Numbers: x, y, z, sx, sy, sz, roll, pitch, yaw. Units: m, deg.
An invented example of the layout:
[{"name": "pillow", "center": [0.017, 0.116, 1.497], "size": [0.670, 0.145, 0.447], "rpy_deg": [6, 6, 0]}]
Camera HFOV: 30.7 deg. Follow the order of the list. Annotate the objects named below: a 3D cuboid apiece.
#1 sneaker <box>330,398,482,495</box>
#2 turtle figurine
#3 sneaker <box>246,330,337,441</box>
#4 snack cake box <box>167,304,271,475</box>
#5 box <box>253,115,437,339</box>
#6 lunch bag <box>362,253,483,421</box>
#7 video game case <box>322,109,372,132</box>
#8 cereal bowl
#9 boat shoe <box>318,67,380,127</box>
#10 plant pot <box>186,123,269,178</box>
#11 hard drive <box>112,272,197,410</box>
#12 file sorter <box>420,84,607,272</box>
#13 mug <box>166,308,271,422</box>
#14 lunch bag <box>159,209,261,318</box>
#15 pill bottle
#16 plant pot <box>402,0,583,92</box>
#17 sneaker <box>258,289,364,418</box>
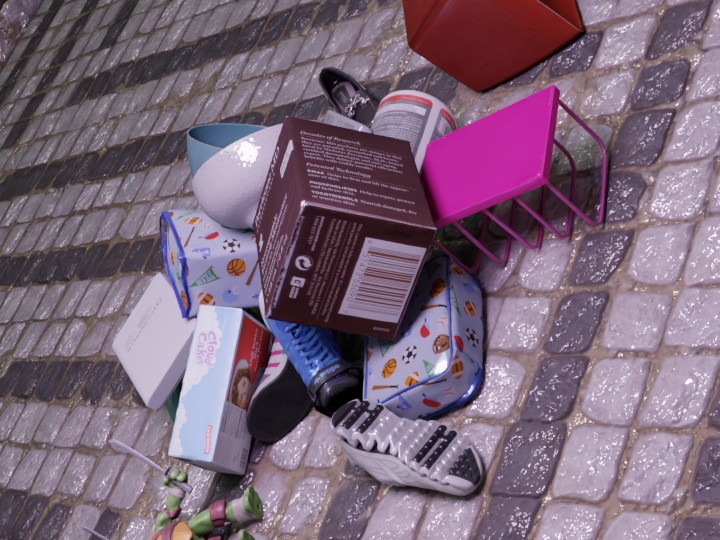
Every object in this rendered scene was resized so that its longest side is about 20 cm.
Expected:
[{"name": "sneaker", "center": [0.056, 0.211, 1.478], "size": [0.199, 0.082, 0.075], "rpy_deg": [19, 42, 38]}, {"name": "turtle figurine", "center": [-0.231, 0.314, 1.634], "size": [0.192, 0.202, 0.144], "rpy_deg": [-12, 11, 15]}, {"name": "sneaker", "center": [-0.097, 0.119, 1.745], "size": [0.201, 0.083, 0.121], "rpy_deg": [-61, 16, 13]}, {"name": "snack cake box", "center": [-0.182, 0.158, 1.723], "size": [0.066, 0.115, 0.202], "rpy_deg": [5, 75, 20]}, {"name": "box", "center": [-0.025, -0.051, 1.551], "size": [0.201, 0.162, 0.167], "rpy_deg": [-104, 29, -54]}, {"name": "lunch bag", "center": [0.071, 0.084, 1.577], "size": [0.160, 0.075, 0.201], "rpy_deg": [-31, 38, 33]}, {"name": "video game case", "center": [-0.061, -0.135, 1.856], "size": [0.183, 0.022, 0.200], "rpy_deg": [-60, 19, 3]}, {"name": "cereal bowl", "center": [-0.113, -0.110, 1.699], "size": [0.199, 0.199, 0.084], "rpy_deg": [-32, 74, 27]}, {"name": "boat shoe", "center": [-0.019, -0.263, 2.046], "size": [0.067, 0.057, 0.200], "rpy_deg": [-47, 32, 6]}, {"name": "plant pot", "center": [-0.174, -0.139, 2.023], "size": [0.200, 0.198, 0.136], "rpy_deg": [38, 125, 58]}, {"name": "hard drive", "center": [-0.282, 0.095, 1.832], "size": [0.133, 0.026, 0.200], "rpy_deg": [-57, 32, 5]}, {"name": "file sorter", "center": [0.181, -0.099, 1.568], "size": [0.199, 0.125, 0.140], "rpy_deg": [-22, 43, 40]}, {"name": "mug", "center": [-0.217, 0.117, 1.863], "size": [0.151, 0.114, 0.186], "rpy_deg": [-33, 36, 25]}, {"name": "lunch bag", "center": [-0.186, -0.027, 1.825], "size": [0.200, 0.168, 0.125], "rpy_deg": [-122, 31, -56]}, {"name": "pill bottle", "center": [0.053, -0.133, 1.773], "size": [0.115, 0.116, 0.202], "rpy_deg": [-12, 48, 45]}, {"name": "plant pot", "center": [0.164, -0.372, 1.817], "size": [0.176, 0.199, 0.201], "rpy_deg": [-44, 31, 32]}, {"name": "sneaker", "center": [-0.052, 0.101, 1.604], "size": [0.076, 0.201, 0.111], "rpy_deg": [-31, 35, -11]}]
